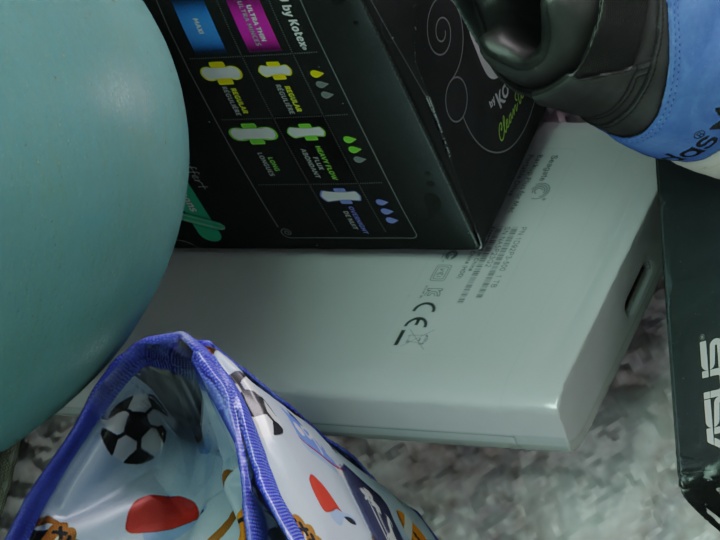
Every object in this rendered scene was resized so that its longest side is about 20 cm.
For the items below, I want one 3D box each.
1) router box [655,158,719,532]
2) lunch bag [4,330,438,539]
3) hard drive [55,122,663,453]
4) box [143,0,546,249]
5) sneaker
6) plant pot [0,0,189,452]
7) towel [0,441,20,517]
[{"bbox_3d":[0.167,-0.030,0.797,0.149,0.062,0.201,-14,63,26],"label":"router box"},{"bbox_3d":[-0.031,0.137,0.774,0.123,0.170,0.201,-4,65,25],"label":"lunch bag"},{"bbox_3d":[0.000,0.000,0.871,0.199,0.026,0.132,2,43,31],"label":"hard drive"},{"bbox_3d":[-0.041,-0.099,0.884,0.199,0.125,0.149,0,47,30],"label":"box"},{"bbox_3d":[0.073,-0.131,0.782,0.077,0.111,0.201,-24,58,48],"label":"sneaker"},{"bbox_3d":[-0.143,-0.029,0.754,0.199,0.161,0.202,6,101,31],"label":"plant pot"},{"bbox_3d":[-0.195,0.016,1.004,0.191,0.035,0.201,3,72,31],"label":"towel"}]
